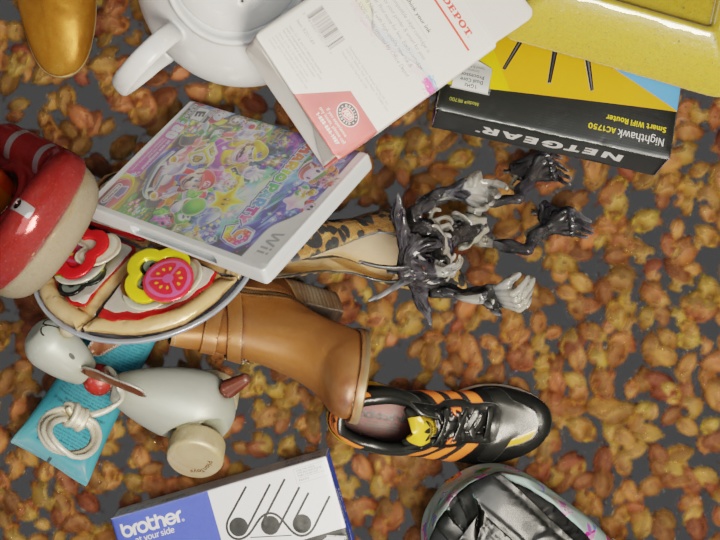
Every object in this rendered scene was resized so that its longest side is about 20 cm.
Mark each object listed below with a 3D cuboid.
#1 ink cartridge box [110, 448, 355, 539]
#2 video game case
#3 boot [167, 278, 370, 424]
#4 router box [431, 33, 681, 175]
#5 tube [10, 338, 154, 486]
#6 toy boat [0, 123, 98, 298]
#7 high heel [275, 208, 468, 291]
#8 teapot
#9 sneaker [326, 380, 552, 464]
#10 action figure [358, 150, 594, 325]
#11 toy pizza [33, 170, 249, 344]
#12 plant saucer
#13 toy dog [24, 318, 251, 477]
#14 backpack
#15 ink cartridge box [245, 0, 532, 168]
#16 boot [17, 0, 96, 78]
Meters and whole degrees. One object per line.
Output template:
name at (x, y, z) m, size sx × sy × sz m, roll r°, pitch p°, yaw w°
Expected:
ink cartridge box at (-0.110, 0.231, 1.444) m, size 0.198 × 0.044 × 0.095 m, roll -17°, pitch 93°, yaw 3°
video game case at (-0.108, -0.068, 1.336) m, size 0.199 × 0.018 × 0.143 m, roll 19°, pitch 54°, yaw 34°
boot at (-0.079, 0.061, 1.340) m, size 0.153 × 0.200 × 0.075 m, roll 9°, pitch 108°, yaw -19°
router box at (0.168, -0.175, 1.371) m, size 0.197 × 0.051 × 0.151 m, roll 11°, pitch 75°, yaw -1°
tube at (-0.225, 0.088, 1.434) m, size 0.077 × 0.050 × 0.201 m, roll 31°, pitch 100°, yaw -3°
toy boat at (-0.306, -0.067, 1.333) m, size 0.131 × 0.199 × 0.131 m, roll 40°, pitch 79°, yaw -40°
high heel at (0.000, 0.000, 1.363) m, size 0.199 × 0.143 × 0.072 m, roll 29°, pitch 123°, yaw -11°
teapot at (-0.102, -0.242, 1.347) m, size 0.195 × 0.146 × 0.203 m, roll 3°, pitch 97°, yaw 1°
sneaker at (0.067, 0.135, 1.408) m, size 0.197 × 0.090 × 0.071 m, roll 4°, pitch 96°, yaw 1°
action figure at (0.098, -0.029, 1.347) m, size 0.199 × 0.102 × 0.120 m, roll -29°, pitch 110°, yaw -28°
toy pizza at (-0.179, -0.023, 1.361) m, size 0.198 × 0.202 × 0.032 m, roll -10°, pitch 137°, yaw 2°
plant saucer at (0.234, -0.263, 1.347) m, size 0.198 × 0.049 × 0.202 m, roll 16°, pitch 72°, yaw -1°
toy dog at (-0.172, 0.090, 1.368) m, size 0.198 × 0.133 × 0.096 m, roll 15°, pitch 133°, yaw -36°
backpack at (0.138, 0.260, 1.402) m, size 0.200 × 0.127 × 0.167 m, roll 45°, pitch 83°, yaw -2°
ink cartridge box at (0.024, -0.186, 1.294) m, size 0.199 × 0.067 × 0.117 m, roll -35°, pitch 93°, yaw -11°
boot at (-0.266, -0.261, 1.349) m, size 0.070 × 0.144 × 0.204 m, roll -2°, pitch 96°, yaw 2°
